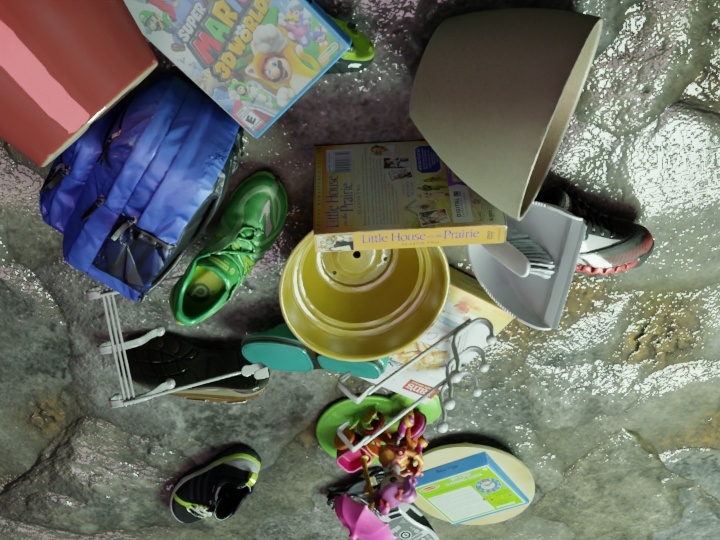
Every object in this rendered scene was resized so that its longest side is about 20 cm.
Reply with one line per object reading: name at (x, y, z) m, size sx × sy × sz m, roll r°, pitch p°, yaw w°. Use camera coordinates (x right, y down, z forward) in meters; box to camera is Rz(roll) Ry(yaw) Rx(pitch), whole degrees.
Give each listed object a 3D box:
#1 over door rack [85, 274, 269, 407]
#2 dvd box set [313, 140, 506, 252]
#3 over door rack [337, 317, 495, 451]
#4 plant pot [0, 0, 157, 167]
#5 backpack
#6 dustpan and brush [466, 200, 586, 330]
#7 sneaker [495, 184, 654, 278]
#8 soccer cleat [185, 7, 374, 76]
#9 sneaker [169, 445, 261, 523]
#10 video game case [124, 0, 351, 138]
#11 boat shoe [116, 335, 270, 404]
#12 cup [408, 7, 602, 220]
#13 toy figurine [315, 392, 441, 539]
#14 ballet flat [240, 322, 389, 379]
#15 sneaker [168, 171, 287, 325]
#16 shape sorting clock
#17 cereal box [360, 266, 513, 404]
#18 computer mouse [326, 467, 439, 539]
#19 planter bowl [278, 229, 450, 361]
over door rack at (-0.219, 0.074, 1.136) m, size 0.196 × 0.067 × 0.151 m, roll -11°, pitch 101°, yaw -7°
dvd box set at (0.048, -0.082, 0.991) m, size 0.196 × 0.148 × 0.030 m, roll -3°, pitch 134°, yaw 0°
over door rack at (0.070, 0.149, 1.126) m, size 0.197 × 0.067 × 0.149 m, roll -22°, pitch 149°, yaw -17°
plant pot at (-0.284, -0.203, 0.808) m, size 0.199 × 0.201 × 0.178 m, roll -34°, pitch 107°, yaw 25°
backpack at (-0.221, -0.097, 0.957) m, size 0.166 × 0.164 × 0.200 m, roll 31°, pitch 125°, yaw -22°
dustpan and brush at (0.145, -0.034, 1.036) m, size 0.056 × 0.200 × 0.142 m, roll -12°, pitch 126°, yaw -34°
sneaker at (0.248, -0.047, 1.078) m, size 0.196 × 0.072 × 0.099 m, roll 3°, pitch 134°, yaw -3°
soccer cleat at (-0.084, -0.217, 0.929) m, size 0.196 × 0.068 × 0.082 m, roll 8°, pitch 141°, yaw 0°
sneaker at (-0.221, 0.335, 1.387) m, size 0.071 × 0.084 × 0.200 m, roll 31°, pitch 123°, yaw -26°
video game case at (-0.125, -0.234, 0.865) m, size 0.200 × 0.018 × 0.143 m, roll 42°, pitch 123°, yaw -18°
boat shoe at (-0.218, 0.140, 1.225) m, size 0.196 × 0.077 × 0.074 m, roll 10°, pitch 149°, yaw -4°
cup at (0.130, -0.170, 0.907) m, size 0.141 × 0.201 × 0.203 m, roll 24°, pitch 132°, yaw 12°
toy figurine at (0.033, 0.279, 1.281) m, size 0.198 × 0.186 × 0.150 m, roll -28°, pitch 127°, yaw 20°
ballet flat at (-0.053, 0.092, 1.183) m, size 0.196 × 0.071 × 0.068 m, roll 4°, pitch 139°, yaw 20°
sneaker at (-0.144, -0.016, 1.054) m, size 0.073 × 0.084 × 0.202 m, roll 32°, pitch 97°, yaw -16°
shape sorting clock at (0.165, 0.325, 1.422) m, size 0.196 × 0.040 × 0.202 m, roll 3°, pitch 136°, yaw 3°
cereal box at (0.083, 0.082, 1.206) m, size 0.142 × 0.040 × 0.201 m, roll 24°, pitch 126°, yaw -22°
computer mouse at (0.047, 0.383, 1.469) m, size 0.109 × 0.044 × 0.200 m, roll -35°, pitch 118°, yaw 20°
planter bowl at (0.000, 0.000, 1.092) m, size 0.196 × 0.084 × 0.203 m, roll -5°, pitch 123°, yaw -7°
